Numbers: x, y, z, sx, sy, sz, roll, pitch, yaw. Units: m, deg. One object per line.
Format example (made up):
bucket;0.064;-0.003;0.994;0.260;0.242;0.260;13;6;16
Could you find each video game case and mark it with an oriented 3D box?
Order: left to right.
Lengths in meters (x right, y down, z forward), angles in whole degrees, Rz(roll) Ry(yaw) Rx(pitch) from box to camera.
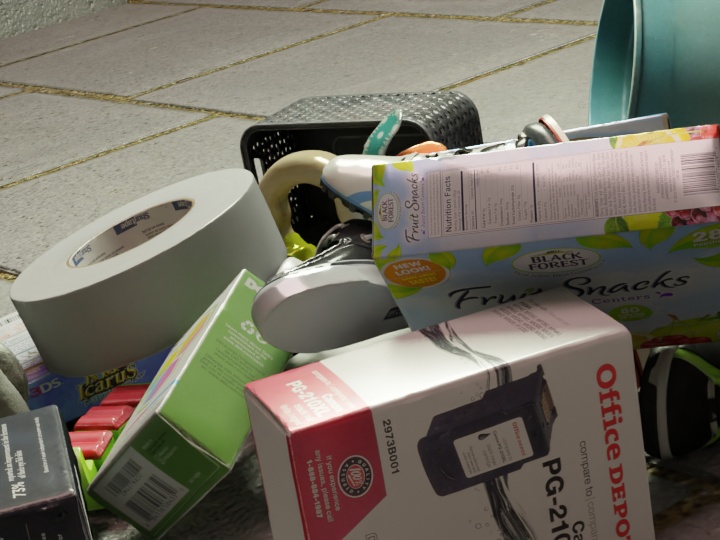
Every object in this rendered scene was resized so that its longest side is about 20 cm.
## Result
video game case;-0.215;0.058;1.428;0.199;0.046;0.181;-24;19;-15

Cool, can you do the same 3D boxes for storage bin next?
storage bin;0.006;-0.080;1.611;0.199;0.136;0.094;1;21;32

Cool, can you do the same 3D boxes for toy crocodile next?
toy crocodile;-0.168;0.115;1.231;0.067;0.062;0.200;-4;18;18

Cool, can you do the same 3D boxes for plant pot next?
plant pot;0.319;-0.169;1.652;0.187;0.201;0.200;4;17;-4

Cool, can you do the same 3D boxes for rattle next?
rattle;-0.037;-0.042;1.478;0.142;0.131;0.199;-11;-9;-45

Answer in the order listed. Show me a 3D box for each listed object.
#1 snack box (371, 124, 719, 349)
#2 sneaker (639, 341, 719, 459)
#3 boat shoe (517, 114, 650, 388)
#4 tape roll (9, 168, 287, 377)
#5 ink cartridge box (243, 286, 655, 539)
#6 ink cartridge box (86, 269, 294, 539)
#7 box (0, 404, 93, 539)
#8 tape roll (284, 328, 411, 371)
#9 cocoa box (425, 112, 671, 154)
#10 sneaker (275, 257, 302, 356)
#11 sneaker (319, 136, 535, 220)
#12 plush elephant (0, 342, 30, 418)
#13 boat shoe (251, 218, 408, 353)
snack box;0.120;-0.009;1.061;0.199;0.068;0.169;-7;-27;11
sneaker;0.250;0.062;1.144;0.082;0.072;0.200;7;24;40
boat shoe;0.140;-0.006;1.223;0.062;0.201;0.071;-19;-5;4
tape roll;-0.155;0.000;1.333;0.199;0.066;0.200;-24;17;8
ink cartridge box;0.052;0.111;0.983;0.199;0.146;0.084;-16;20;-17
ink cartridge box;-0.094;0.069;1.172;0.104;0.059;0.200;-46;11;42
box;-0.253;0.170;1.041;0.199;0.105;0.148;-14;18;-9
tape roll;0.043;0.092;1.172;0.201;0.071;0.203;-10;17;3
cocoa box;0.135;-0.028;1.327;0.198;0.132;0.133;-9;-6;3
sneaker;-0.016;0.052;1.354;0.111;0.073;0.200;29;-4;5
sneaker;0.072;-0.057;1.164;0.199;0.073;0.072;9;18;12
plush elephant;-0.326;0.089;1.268;0.164;0.201;0.155;-27;5;-25
boat shoe;0.000;0.000;1.175;0.199;0.072;0.068;-12;57;-41
